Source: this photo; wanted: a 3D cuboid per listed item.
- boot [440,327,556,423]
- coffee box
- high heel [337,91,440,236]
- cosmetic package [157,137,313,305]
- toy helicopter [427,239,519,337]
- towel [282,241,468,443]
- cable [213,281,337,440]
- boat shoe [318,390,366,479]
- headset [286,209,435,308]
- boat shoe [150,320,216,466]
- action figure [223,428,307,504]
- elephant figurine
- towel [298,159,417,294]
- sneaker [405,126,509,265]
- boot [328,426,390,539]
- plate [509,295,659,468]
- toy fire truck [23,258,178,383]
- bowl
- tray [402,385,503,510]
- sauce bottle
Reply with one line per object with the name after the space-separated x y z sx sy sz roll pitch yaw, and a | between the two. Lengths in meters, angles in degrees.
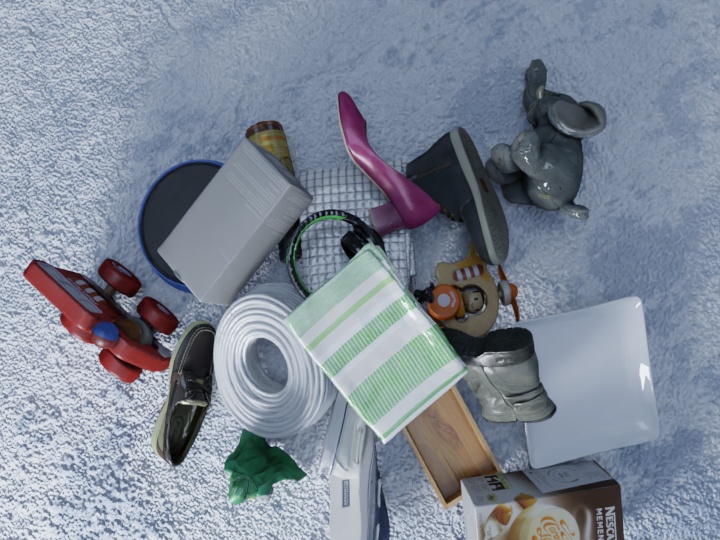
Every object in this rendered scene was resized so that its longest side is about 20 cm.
0.153 0.150 0.802 0.195 0.068 0.134 -5 118 35 | boot
0.239 0.334 0.798 0.192 0.080 0.119 -8 95 -4 | coffee box
0.035 -0.153 0.809 0.093 0.067 0.206 -19 96 7 | high heel
-0.170 -0.062 0.821 0.107 0.090 0.201 44 100 18 | cosmetic package
0.173 0.000 0.863 0.128 0.079 0.206 12 72 11 | toy helicopter
0.021 0.090 0.741 0.152 0.023 0.202 -39 93 3 | towel
-0.119 0.123 0.822 0.198 0.069 0.204 -35 82 29 | cable
-0.001 0.180 0.825 0.068 0.071 0.206 16 63 -3 | boat shoe
0.000 0.000 0.775 0.195 0.094 0.127 23 83 -12 | headset
-0.240 0.177 0.857 0.064 0.072 0.207 18 94 47 | boat shoe
-0.137 0.263 0.785 0.116 0.200 0.056 30 86 7 | action figure
0.279 -0.194 0.856 0.156 0.140 0.201 48 70 -22 | elephant figurine
-0.004 -0.046 0.872 0.159 0.086 0.208 -5 82 1 | towel
0.137 -0.088 0.857 0.105 0.074 0.206 -28 68 34 | sneaker
0.001 0.300 0.845 0.071 0.090 0.206 -13 56 28 | boot
0.308 0.152 0.837 0.192 0.032 0.208 -11 95 -4 | plate
-0.354 0.069 0.834 0.199 0.168 0.113 41 87 7 | toy fire truck
-0.242 -0.069 0.908 0.193 0.039 0.209 0 84 3 | bowl
0.110 0.219 0.859 0.097 0.037 0.204 -29 84 -1 | tray
-0.122 -0.116 0.895 0.064 0.066 0.207 -16 85 1 | sauce bottle
